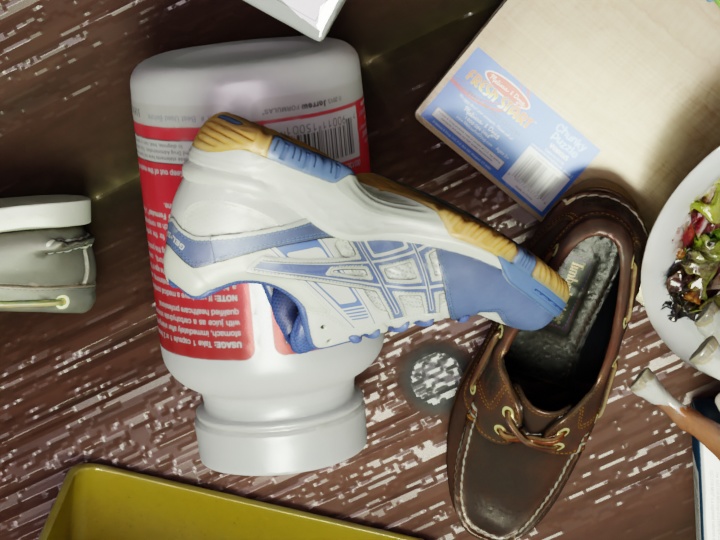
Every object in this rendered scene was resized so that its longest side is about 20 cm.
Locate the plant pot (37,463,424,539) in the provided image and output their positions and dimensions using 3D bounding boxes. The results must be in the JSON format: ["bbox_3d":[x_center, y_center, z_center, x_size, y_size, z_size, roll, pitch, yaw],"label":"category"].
[{"bbox_3d":[-0.081,0.239,1.101,0.199,0.200,0.177,13,115,1],"label":"plant pot"}]

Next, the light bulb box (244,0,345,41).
[{"bbox_3d":[-0.055,-0.244,1.011,0.200,0.125,0.199,28,104,-4],"label":"light bulb box"}]

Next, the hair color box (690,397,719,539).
[{"bbox_3d":[0.269,0.114,1.104,0.199,0.061,0.100,-3,102,5],"label":"hair color box"}]

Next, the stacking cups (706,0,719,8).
[{"bbox_3d":[0.177,-0.161,1.038,0.060,0.061,0.200,-35,91,11],"label":"stacking cups"}]

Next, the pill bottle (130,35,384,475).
[{"bbox_3d":[-0.047,-0.008,1.073,0.112,0.112,0.201,-4,103,5],"label":"pill bottle"}]

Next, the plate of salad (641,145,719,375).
[{"bbox_3d":[0.233,-0.005,1.047,0.199,0.048,0.200,-5,135,-5],"label":"plate of salad"}]

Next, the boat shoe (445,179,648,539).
[{"bbox_3d":[0.088,0.053,1.092,0.070,0.070,0.200,14,112,-2],"label":"boat shoe"}]

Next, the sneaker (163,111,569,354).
[{"bbox_3d":[0.000,0.000,1.002,0.200,0.075,0.088,21,95,-24],"label":"sneaker"}]

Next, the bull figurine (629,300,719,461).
[{"bbox_3d":[0.197,0.065,0.974,0.121,0.200,0.065,41,75,1],"label":"bull figurine"}]

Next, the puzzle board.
[{"bbox_3d":[0.149,-0.073,1.093,0.200,0.017,0.151,39,104,-5],"label":"puzzle board"}]

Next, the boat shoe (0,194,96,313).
[{"bbox_3d":[-0.233,0.001,1.110,0.201,0.072,0.060,-6,98,2],"label":"boat shoe"}]
